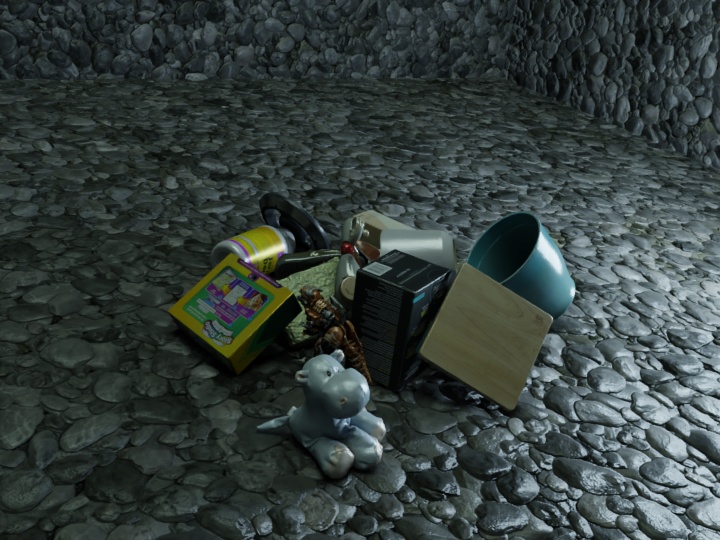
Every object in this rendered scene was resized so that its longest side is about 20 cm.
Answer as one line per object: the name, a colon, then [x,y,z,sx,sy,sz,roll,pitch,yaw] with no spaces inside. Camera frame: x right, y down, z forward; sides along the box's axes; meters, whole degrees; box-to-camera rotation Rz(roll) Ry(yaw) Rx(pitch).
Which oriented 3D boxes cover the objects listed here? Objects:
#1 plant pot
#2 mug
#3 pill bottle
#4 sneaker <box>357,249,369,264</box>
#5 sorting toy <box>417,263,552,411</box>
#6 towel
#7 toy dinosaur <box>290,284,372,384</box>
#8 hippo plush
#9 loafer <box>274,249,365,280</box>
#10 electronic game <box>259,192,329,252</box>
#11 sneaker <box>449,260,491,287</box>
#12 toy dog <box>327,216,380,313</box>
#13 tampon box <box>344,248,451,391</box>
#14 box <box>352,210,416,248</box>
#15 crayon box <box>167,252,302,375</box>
plant pot: [0.357,0.010,1.794,0.187,0.200,0.201,40,12,-26]
mug: [0.129,-0.031,1.789,0.150,0.152,0.188,-7,32,11]
pill bottle: [-0.231,-0.037,1.848,0.103,0.106,0.199,22,29,27]
sneaker: [0.007,-0.012,1.892,0.075,0.085,0.201,10,25,3]
sorting toy: [0.224,0.128,1.547,0.198,0.070,0.201,31,68,-3]
towel: [-0.086,0.064,1.664,0.198,0.037,0.150,-23,71,-30]
toy dinosaur: [-0.055,0.124,1.504,0.101,0.136,0.202,2,49,-38]
hippo plush: [-0.039,0.206,1.330,0.198,0.164,0.158,27,31,34]
loafer: [-0.086,-0.017,1.766,0.196,0.076,0.070,2,29,-15]
electronic game: [-0.153,-0.103,1.930,0.198,0.201,0.042,25,64,31]
sneaker: [0.202,0.019,1.878,0.196,0.094,0.076,2,26,-11]
toy dog: [0.000,0.000,1.642,0.095,0.204,0.132,16,-6,-17]
tampon box: [0.068,0.089,1.561,0.125,0.204,0.149,21,26,26]
box: [0.072,-0.064,2.012,0.198,0.097,0.077,25,30,34]
crayon box: [-0.237,0.077,1.573,0.199,0.059,0.173,29,66,38]
